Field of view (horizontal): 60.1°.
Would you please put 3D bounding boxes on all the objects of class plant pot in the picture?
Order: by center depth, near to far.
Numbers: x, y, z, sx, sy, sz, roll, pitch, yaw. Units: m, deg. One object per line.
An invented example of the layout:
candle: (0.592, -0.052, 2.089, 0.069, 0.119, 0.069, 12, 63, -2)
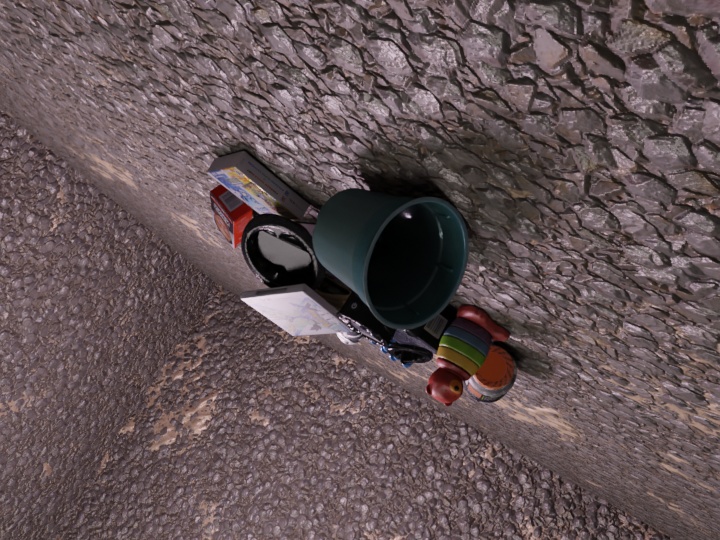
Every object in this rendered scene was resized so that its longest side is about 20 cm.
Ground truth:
plant pot: (0.032, -0.037, 0.984, 0.200, 0.201, 0.195, 42, 171, -39)

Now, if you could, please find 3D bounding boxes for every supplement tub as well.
supplement tub: (0.312, 0.250, 1.510, 0.121, 0.124, 0.200, 28, 167, 13)

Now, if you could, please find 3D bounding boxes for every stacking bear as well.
stacking bear: (0.213, 0.190, 1.341, 0.121, 0.202, 0.113, 37, 166, -25)

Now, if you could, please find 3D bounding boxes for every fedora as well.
fedora: (-0.154, -0.047, 1.340, 0.197, 0.092, 0.203, 10, 122, 16)

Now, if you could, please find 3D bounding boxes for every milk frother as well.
milk frother: (0.083, 0.064, 1.206, 0.179, 0.190, 0.200, 26, 167, 25)

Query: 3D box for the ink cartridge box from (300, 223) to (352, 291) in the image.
ink cartridge box: (-0.087, -0.024, 1.507, 0.200, 0.086, 0.147, 41, 163, -31)

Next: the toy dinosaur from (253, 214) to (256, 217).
toy dinosaur: (-0.289, -0.120, 1.685, 0.199, 0.059, 0.101, 39, 167, -27)

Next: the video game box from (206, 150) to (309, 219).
video game box: (-0.225, -0.179, 1.351, 0.181, 0.047, 0.199, 36, 167, -27)

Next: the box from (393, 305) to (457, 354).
box: (0.121, 0.110, 1.469, 0.148, 0.108, 0.199, 36, 166, -22)

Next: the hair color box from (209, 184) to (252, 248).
hair color box: (-0.328, -0.139, 1.583, 0.102, 0.061, 0.200, 51, 162, 8)

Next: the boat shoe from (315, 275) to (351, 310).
boat shoe: (-0.100, 0.030, 1.435, 0.197, 0.072, 0.077, 18, 148, 17)

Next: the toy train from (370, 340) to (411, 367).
toy train: (0.111, 0.197, 1.798, 0.086, 0.115, 0.200, 22, 163, 48)

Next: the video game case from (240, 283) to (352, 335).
video game case: (-0.138, 0.092, 1.385, 0.180, 0.022, 0.200, -7, 147, 33)

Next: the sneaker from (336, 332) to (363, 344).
sneaker: (-0.048, 0.089, 1.479, 0.200, 0.079, 0.129, 54, 149, -7)
